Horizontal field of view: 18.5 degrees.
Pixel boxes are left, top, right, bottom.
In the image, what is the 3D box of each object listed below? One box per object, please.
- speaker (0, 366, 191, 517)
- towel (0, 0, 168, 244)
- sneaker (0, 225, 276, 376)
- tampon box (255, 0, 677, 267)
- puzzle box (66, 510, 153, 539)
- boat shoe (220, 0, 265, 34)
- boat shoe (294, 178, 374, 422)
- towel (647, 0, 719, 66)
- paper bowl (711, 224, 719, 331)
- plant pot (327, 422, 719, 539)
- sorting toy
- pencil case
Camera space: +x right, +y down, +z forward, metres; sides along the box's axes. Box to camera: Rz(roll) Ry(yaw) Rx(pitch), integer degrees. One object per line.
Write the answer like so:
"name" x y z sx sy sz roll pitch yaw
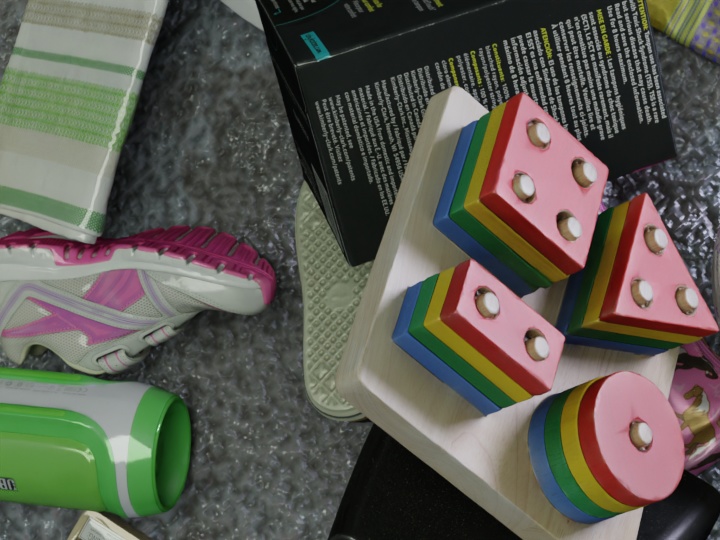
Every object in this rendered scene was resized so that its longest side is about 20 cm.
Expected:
"speaker" -0.211 0.105 1.384 0.198 0.088 0.089 4 87 14
"towel" -0.175 -0.123 1.391 0.149 0.031 0.202 16 87 49
"sneaker" -0.145 0.021 1.382 0.198 0.081 0.089 1 101 21
"tampon box" 0.058 -0.113 1.267 0.198 0.150 0.127 -18 115 -4
"puzzle box" -0.122 0.255 1.384 0.199 0.025 0.134 31 93 13
"boat shoe" -0.044 -0.181 1.382 0.200 0.071 0.070 38 97 19
"boat shoe" 0.000 0.000 1.360 0.074 0.062 0.202 -4 70 17
"towel" 0.243 -0.192 1.339 0.199 0.023 0.144 34 93 13
"paper bowl" 0.300 0.004 1.260 0.199 0.104 0.203 -1 78 4
"plant pot" 0.058 0.189 1.235 0.198 0.177 0.201 29 119 13
"sorting toy" 0.103 0.027 1.144 0.069 0.198 0.201 -25 35 43
"pencil case" 0.149 0.036 1.306 0.082 0.087 0.201 -29 78 -30
